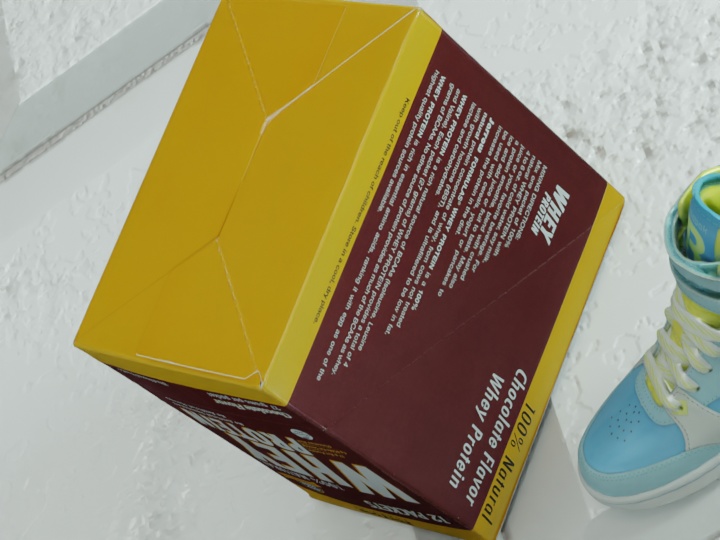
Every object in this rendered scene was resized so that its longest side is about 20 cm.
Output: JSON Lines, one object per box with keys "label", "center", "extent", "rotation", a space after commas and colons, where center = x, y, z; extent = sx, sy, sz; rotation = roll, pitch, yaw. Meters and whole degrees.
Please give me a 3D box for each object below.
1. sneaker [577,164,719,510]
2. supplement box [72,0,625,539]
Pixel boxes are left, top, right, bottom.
{"label": "sneaker", "center": [0.156, 0.021, 1.200], "extent": [0.200, 0.130, 0.080], "rotation": [-42, 47, 12]}
{"label": "supplement box", "center": [0.000, 0.000, 1.290], "extent": [0.132, 0.200, 0.198], "rotation": [10, 72, 42]}
